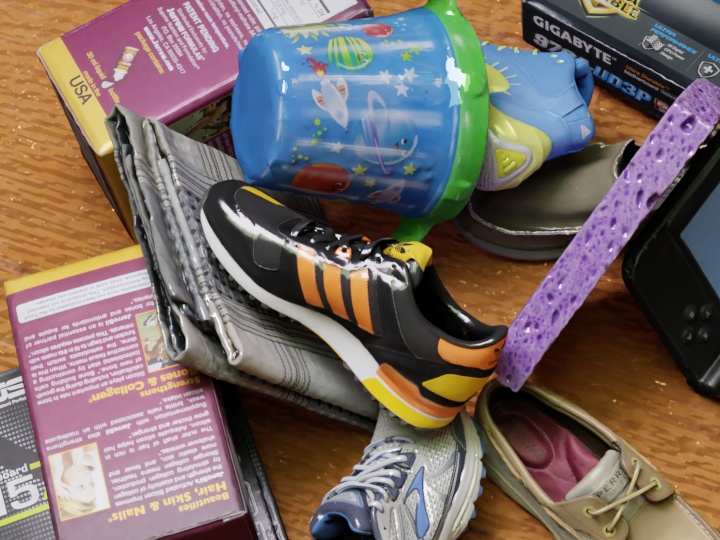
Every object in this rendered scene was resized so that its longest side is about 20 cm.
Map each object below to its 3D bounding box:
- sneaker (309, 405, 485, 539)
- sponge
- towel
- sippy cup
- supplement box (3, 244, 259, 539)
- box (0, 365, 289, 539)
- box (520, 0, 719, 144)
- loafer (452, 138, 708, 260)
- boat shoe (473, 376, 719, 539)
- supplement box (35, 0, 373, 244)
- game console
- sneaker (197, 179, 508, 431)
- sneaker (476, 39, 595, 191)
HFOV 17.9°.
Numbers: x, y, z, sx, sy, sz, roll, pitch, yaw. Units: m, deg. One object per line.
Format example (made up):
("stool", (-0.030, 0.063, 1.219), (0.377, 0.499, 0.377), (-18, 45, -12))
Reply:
("sneaker", (0.016, 0.143, 1.344), (0.077, 0.085, 0.200), (-22, 49, 40))
("sponge", (0.149, -0.023, 1.366), (0.030, 0.112, 0.200), (37, 109, 5))
("towel", (-0.064, -0.002, 1.401), (0.035, 0.200, 0.193), (-35, 55, 26))
("sippy cup", (-0.007, -0.098, 1.401), (0.130, 0.140, 0.178), (1, 72, -22))
("supplement box", (-0.135, 0.093, 1.360), (0.110, 0.086, 0.200), (-16, 58, -2))
("box", (-0.159, 0.136, 1.415), (0.200, 0.048, 0.193), (-19, 61, -2))
("box", (0.231, -0.172, 1.518), (0.200, 0.046, 0.159), (33, 64, 24))
("loafer", (0.156, -0.056, 1.459), (0.200, 0.070, 0.075), (-5, 59, 6))
("boat shoe", (0.141, 0.135, 1.354), (0.200, 0.066, 0.074), (34, 71, 25))
("supplement box", (-0.093, -0.123, 1.503), (0.200, 0.131, 0.103), (-28, 60, -8))
("game console", (0.284, -0.008, 1.389), (0.116, 0.176, 0.200), (16, 60, 49))
("sneaker", (0.000, 0.000, 1.338), (0.200, 0.090, 0.070), (42, 33, 2))
("sneaker", (0.090, -0.114, 1.488), (0.105, 0.076, 0.200), (-14, 35, -13))
